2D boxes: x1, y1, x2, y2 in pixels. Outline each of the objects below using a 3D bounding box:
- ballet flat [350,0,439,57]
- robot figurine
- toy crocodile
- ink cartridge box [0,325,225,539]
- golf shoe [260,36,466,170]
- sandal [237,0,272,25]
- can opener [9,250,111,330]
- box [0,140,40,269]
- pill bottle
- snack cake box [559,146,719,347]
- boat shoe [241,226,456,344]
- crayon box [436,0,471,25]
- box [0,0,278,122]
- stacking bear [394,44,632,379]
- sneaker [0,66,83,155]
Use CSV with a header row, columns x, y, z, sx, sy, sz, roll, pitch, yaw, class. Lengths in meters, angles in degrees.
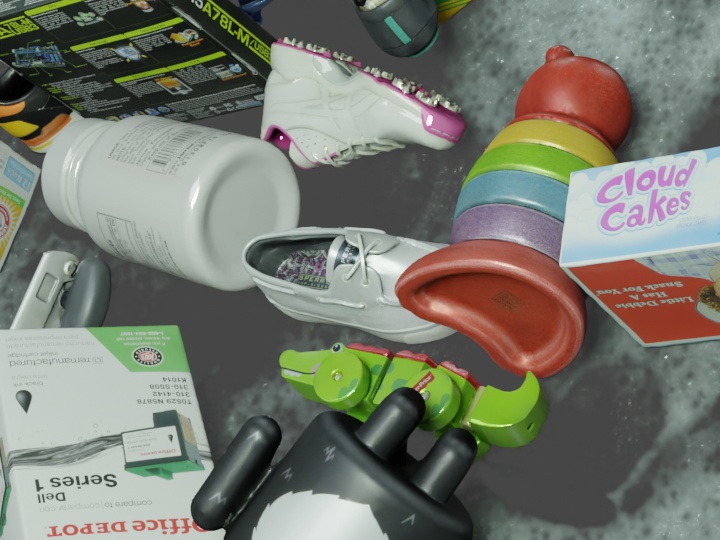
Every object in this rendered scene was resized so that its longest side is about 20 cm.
x,y,z,sx,sy,sz,roll,pitch,yaw,class
0.003,-0.238,1.344,0.073,0.073,0.201,-35,49,17,ballet flat
-0.011,0.167,1.115,0.200,0.125,0.150,-52,46,5,robot figurine
0.031,0.080,1.214,0.199,0.068,0.062,10,66,40,toy crocodile
-0.180,0.141,1.283,0.085,0.145,0.201,110,150,-43,ink cartridge box
-0.002,-0.108,1.358,0.199,0.075,0.092,26,98,47,golf shoe
-0.088,-0.242,1.453,0.200,0.087,0.080,-28,67,54,sandal
-0.257,0.079,1.456,0.067,0.053,0.201,9,72,42,can opener
-0.395,-0.071,1.612,0.199,0.112,0.102,3,66,39,box
-0.150,-0.058,1.406,0.199,0.114,0.115,15,75,43,pill bottle
0.231,-0.017,1.075,0.199,0.115,0.068,-8,59,35,snack cake box
0.000,0.000,1.283,0.199,0.068,0.072,11,72,42,boat shoe
0.058,-0.296,1.418,0.172,0.058,0.201,-36,48,17,crayon box
-0.182,-0.178,1.448,0.199,0.193,0.048,-9,59,36,box
0.120,-0.053,1.193,0.114,0.121,0.201,-38,25,56,stacking bear
-0.241,-0.193,1.575,0.200,0.090,0.070,-47,45,7,sneaker
